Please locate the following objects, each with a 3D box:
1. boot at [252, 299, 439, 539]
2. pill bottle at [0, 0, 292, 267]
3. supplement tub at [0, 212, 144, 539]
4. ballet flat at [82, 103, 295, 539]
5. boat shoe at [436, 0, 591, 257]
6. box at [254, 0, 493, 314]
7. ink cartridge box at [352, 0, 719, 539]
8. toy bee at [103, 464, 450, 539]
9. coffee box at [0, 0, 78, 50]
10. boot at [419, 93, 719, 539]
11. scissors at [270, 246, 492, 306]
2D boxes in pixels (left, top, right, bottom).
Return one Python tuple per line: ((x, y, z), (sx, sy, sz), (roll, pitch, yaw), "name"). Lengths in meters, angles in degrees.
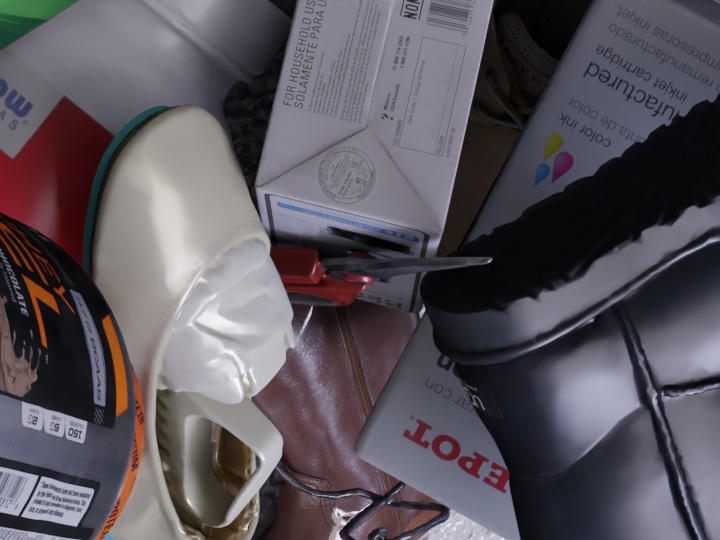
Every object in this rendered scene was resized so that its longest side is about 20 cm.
((-0.035, 0.079, 1.108), (0.187, 0.064, 0.200), (-49, 149, -23), "boot")
((-0.115, -0.030, 0.887), (0.200, 0.112, 0.112), (-51, 144, 3), "pill bottle")
((-0.135, 0.033, 0.726), (0.123, 0.122, 0.200), (-50, 163, 2), "supplement tub")
((-0.050, 0.029, 0.865), (0.069, 0.070, 0.200), (-28, 150, -25), "ballet flat")
((0.065, -0.082, 1.043), (0.072, 0.065, 0.201), (18, 111, -5), "boat shoe")
((0.007, -0.057, 0.919), (0.200, 0.060, 0.117), (89, 14, -83), "box")
((0.108, 0.010, 0.979), (0.201, 0.145, 0.083), (-62, 178, 13), "ink cartridge box")
((-0.084, 0.062, 1.010), (0.199, 0.131, 0.109), (-17, 102, -13), "toy bee")
((-0.130, -0.115, 0.790), (0.199, 0.044, 0.123), (-30, 141, 11), "coffee box")
((0.129, 0.037, 0.903), (0.199, 0.076, 0.169), (-28, 117, -11), "boot")
((0.000, 0.000, 0.887), (0.073, 0.199, 0.014), (19, 78, -37), "scissors")
